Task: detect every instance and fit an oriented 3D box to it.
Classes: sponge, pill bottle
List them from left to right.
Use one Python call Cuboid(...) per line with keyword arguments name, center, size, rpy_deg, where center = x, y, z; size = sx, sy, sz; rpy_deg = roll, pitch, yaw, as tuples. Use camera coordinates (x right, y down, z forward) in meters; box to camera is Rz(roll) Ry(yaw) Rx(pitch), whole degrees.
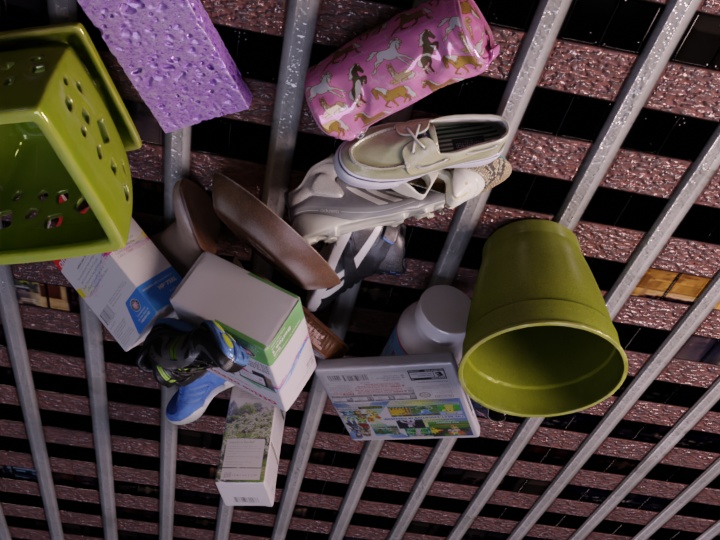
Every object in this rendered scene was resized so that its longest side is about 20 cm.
Cuboid(name="sponge", center=(-0.204, -0.237, 0.920), size=(0.110, 0.030, 0.201), rpy_deg=(-10, 138, 17))
Cuboid(name="pill bottle", center=(0.093, 0.112, 1.250), size=(0.107, 0.110, 0.201), rpy_deg=(12, 140, -9))

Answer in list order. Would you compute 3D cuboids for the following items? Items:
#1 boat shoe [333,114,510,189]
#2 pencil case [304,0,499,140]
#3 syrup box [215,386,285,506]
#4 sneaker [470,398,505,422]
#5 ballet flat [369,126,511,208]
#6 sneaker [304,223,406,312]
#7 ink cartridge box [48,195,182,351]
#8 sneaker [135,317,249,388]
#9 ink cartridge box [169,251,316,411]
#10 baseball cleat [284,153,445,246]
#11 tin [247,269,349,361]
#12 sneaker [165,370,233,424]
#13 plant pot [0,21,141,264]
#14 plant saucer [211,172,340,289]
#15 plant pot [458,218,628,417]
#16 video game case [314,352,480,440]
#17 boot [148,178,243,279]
Cuboid(name="boat shoe", center=(0.068, -0.140, 0.953), size=(0.198, 0.073, 0.062), rpy_deg=(-13, 165, -13))
Cuboid(name="pencil case", center=(0.040, -0.208, 0.893), size=(0.198, 0.084, 0.086), rpy_deg=(-24, 141, 28))
Cuboid(name="syrup box", center=(-0.168, 0.261, 1.379), size=(0.078, 0.202, 0.082), rpy_deg=(-1, 139, 7))
Cuboid(name="sneaker", center=(0.185, 0.205, 1.372), size=(0.075, 0.085, 0.199), rpy_deg=(32, 133, -30))
Cuboid(name="ballet flat", center=(0.080, -0.110, 1.011), size=(0.197, 0.076, 0.068), rpy_deg=(12, 142, -10))
Cuboid(name="sneaker", center=(0.000, 0.000, 1.152), size=(0.111, 0.074, 0.201), rpy_deg=(15, 139, -12))
Cuboid(name="ink cartridge box", center=(-0.323, -0.010, 1.128), size=(0.201, 0.067, 0.116), rpy_deg=(51, 134, 3))
Cuboid(name="sneaker", center=(-0.200, 0.104, 1.029), size=(0.198, 0.083, 0.071), rpy_deg=(-1, 138, 48))
Cuboid(name="ink cartridge box", center=(-0.145, 0.084, 1.126), size=(0.144, 0.084, 0.201), rpy_deg=(25, 154, 17))
Cuboid(name="baseball cleat", center=(0.007, -0.095, 1.041), size=(0.198, 0.108, 0.070), rpy_deg=(-15, 175, -21))
Cuboid(name="tin", center=(-0.095, 0.070, 1.226), size=(0.200, 0.042, 0.112), rpy_deg=(44, 170, -37))
Cuboid(name="sneaker", center=(-0.272, 0.169, 1.372), size=(0.111, 0.077, 0.199), rpy_deg=(29, 130, -35))
Cuboid(name="plant pot", center=(-0.354, -0.143, 0.927), size=(0.196, 0.183, 0.201), rpy_deg=(-5, 140, 11))
Cuboid(name="plant saucer", center=(-0.109, -0.037, 1.044), size=(0.200, 0.037, 0.201), rpy_deg=(39, 171, 7))
Cuboid(name="plant pot", center=(0.219, 0.048, 1.096), size=(0.197, 0.195, 0.202), rpy_deg=(2, 140, 2))
Cuboid(name="video game case", center=(0.055, 0.182, 1.238), size=(0.197, 0.022, 0.183), rpy_deg=(-5, 136, 19))
Cuboid(name="boot", center=(-0.245, -0.031, 1.147), size=(0.144, 0.071, 0.201), rpy_deg=(-4, 132, 23))
